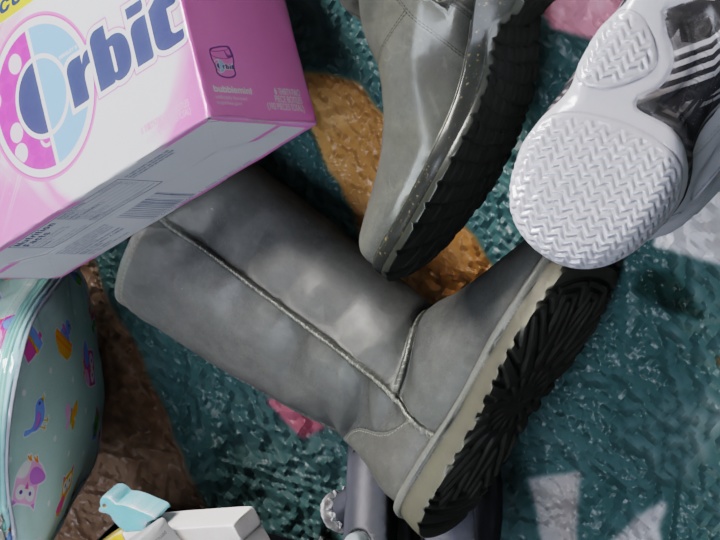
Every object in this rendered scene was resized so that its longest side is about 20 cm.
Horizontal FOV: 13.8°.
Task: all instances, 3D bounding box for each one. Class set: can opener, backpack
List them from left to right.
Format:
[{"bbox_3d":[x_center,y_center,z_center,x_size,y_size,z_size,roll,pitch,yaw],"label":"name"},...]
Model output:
[{"bbox_3d":[-0.210,0.052,1.424,0.153,0.176,0.200,-4,115,16],"label":"backpack"},{"bbox_3d":[0.015,0.158,1.341,0.063,0.200,0.079,24,152,-36],"label":"can opener"}]

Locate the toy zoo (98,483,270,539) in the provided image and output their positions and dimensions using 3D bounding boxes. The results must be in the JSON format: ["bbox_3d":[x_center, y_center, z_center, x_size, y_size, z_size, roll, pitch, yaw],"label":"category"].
[{"bbox_3d":[-0.070,0.189,1.412,0.131,0.020,0.200,-21,102,39],"label":"toy zoo"}]

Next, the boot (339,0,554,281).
[{"bbox_3d":[0.011,-0.108,1.243,0.131,0.068,0.200,28,110,21],"label":"boot"}]

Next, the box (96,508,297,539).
[{"bbox_3d":[-0.039,0.210,1.469,0.200,0.079,0.141,11,125,28],"label":"box"}]

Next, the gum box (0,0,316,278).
[{"bbox_3d":[-0.119,-0.080,1.322,0.200,0.066,0.114,-28,69,41],"label":"gum box"}]

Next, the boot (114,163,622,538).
[{"bbox_3d":[-0.001,-0.001,1.327,0.200,0.073,0.182,43,110,27],"label":"boot"}]

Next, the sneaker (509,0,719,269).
[{"bbox_3d":[0.135,-0.088,1.180,0.075,0.115,0.200,38,97,8],"label":"sneaker"}]

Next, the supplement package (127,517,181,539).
[{"bbox_3d":[-0.090,0.238,1.366,0.114,0.110,0.200,-35,93,40],"label":"supplement package"}]
